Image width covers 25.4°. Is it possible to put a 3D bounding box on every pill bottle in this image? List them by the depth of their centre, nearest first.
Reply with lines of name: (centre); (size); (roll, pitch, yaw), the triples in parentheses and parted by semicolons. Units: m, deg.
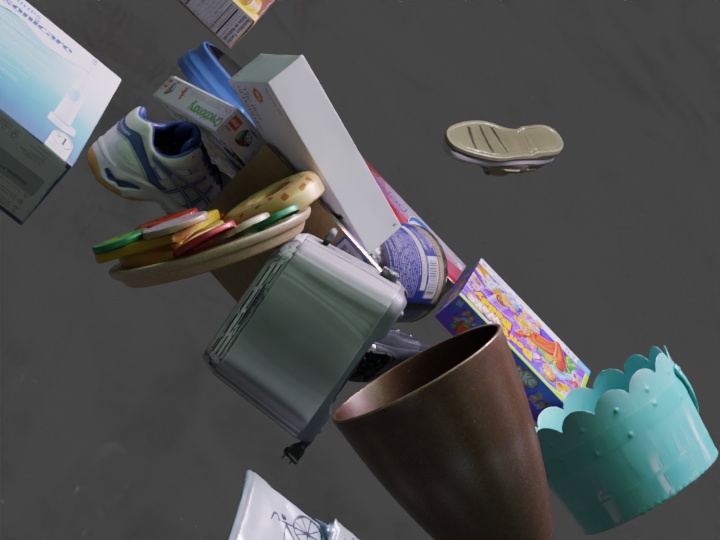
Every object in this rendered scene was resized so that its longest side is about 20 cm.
pill bottle: (0.000, 0.000, 1.699); (0.200, 0.112, 0.112); (4, 48, -57)

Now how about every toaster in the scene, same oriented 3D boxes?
toaster: (-0.056, 0.061, 1.462); (0.129, 0.200, 0.114); (35, 8, 0)

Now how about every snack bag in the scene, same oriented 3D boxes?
snack bag: (-0.037, 0.272, 1.349); (0.200, 0.021, 0.189); (41, 26, -14)

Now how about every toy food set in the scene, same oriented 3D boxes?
toy food set: (-0.136, -0.034, 1.445); (0.198, 0.199, 0.049); (-38, 112, -65)

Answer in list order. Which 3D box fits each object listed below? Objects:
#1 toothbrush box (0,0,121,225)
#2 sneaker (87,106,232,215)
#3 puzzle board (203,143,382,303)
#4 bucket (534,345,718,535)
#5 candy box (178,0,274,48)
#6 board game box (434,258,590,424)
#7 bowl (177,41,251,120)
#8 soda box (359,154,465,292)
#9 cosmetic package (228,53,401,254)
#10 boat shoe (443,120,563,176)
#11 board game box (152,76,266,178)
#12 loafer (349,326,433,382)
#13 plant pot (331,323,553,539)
toothbrush box: (-0.317, -0.156, 1.454); (0.146, 0.085, 0.200); (38, 27, -16)
sneaker: (-0.174, -0.101, 1.601); (0.200, 0.088, 0.075); (18, 36, -49)
puzzle board: (-0.066, -0.005, 1.555); (0.200, 0.151, 0.017); (48, 32, 2)
bucket: (0.289, 0.191, 1.780); (0.135, 0.207, 0.207); (58, 25, 1)
candy box: (-0.205, -0.378, 1.996); (0.200, 0.056, 0.117); (44, 24, -10)
board game box: (0.188, 0.091, 1.943); (0.200, 0.045, 0.135); (46, 25, -3)
bowl: (-0.120, -0.178, 1.788); (0.201, 0.039, 0.201); (45, 7, -7)
soda box: (0.028, -0.046, 1.859); (0.200, 0.070, 0.063); (46, 26, -3)
cosmetic package: (-0.044, -0.111, 1.526); (0.082, 0.051, 0.200); (10, -43, 56)
boat shoe: (0.200, -0.169, 2.317); (0.199, 0.068, 0.075); (1, 53, -31)
board game box: (-0.133, -0.130, 1.635); (0.126, 0.035, 0.200); (49, -8, -28)
loafer: (0.026, 0.085, 1.666); (0.200, 0.068, 0.071); (18, 31, -51)
plant pot: (0.101, 0.184, 1.542); (0.201, 0.186, 0.187); (61, 24, -5)
